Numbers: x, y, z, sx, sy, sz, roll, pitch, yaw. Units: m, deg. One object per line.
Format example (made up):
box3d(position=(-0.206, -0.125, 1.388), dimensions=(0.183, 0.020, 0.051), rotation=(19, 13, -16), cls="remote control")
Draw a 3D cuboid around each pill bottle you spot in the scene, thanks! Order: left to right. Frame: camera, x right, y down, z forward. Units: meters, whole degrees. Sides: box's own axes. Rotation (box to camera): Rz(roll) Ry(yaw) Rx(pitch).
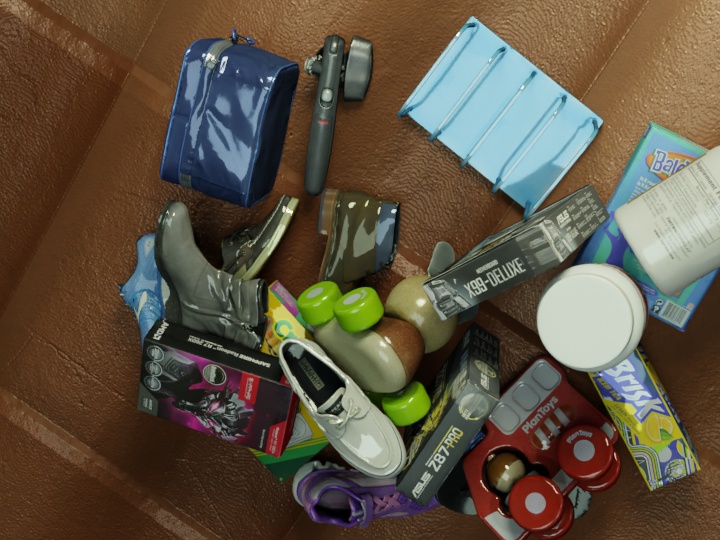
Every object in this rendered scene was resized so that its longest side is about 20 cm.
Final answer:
box3d(position=(0.254, 0.050, 1.162), dimensions=(0.114, 0.200, 0.115), rotation=(0, 91, 18), cls="pill bottle")
box3d(position=(0.389, -0.069, 1.158), dimensions=(0.200, 0.114, 0.115), rotation=(-33, 95, 16), cls="pill bottle")

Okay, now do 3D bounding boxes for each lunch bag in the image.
box3d(position=(-0.162, -0.188, 1.276), dimensions=(0.132, 0.136, 0.201), rotation=(16, 105, 7), cls="lunch bag")

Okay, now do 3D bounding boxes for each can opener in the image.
box3d(position=(-0.040, -0.187, 1.290), dimensions=(0.078, 0.063, 0.201), rotation=(16, 106, 7), cls="can opener")

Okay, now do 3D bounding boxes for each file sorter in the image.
box3d(position=(0.159, -0.175, 1.223), dimensions=(0.200, 0.123, 0.139), rotation=(39, 107, 1), cls="file sorter")

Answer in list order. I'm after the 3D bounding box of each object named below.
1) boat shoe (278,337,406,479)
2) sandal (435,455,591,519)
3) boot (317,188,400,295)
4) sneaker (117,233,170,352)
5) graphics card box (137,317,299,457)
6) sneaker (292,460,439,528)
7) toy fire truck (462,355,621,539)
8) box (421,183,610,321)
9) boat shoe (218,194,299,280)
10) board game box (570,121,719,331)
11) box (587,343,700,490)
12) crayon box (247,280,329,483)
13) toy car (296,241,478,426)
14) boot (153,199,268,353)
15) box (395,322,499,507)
box3d(position=(-0.024, 0.155, 1.219), dimensions=(0.072, 0.066, 0.200), rotation=(-37, 75, 1), cls="boat shoe")
box3d(position=(0.194, 0.276, 1.353), dimensions=(0.199, 0.043, 0.077), rotation=(2, 90, 4), cls="sandal")
box3d(position=(0.000, 0.000, 1.322), dimensions=(0.096, 0.075, 0.201), rotation=(3, 102, 14), cls="boot")
box3d(position=(-0.268, 0.045, 1.395), dimensions=(0.089, 0.078, 0.201), rotation=(10, 99, 20), cls="sneaker")
box3d(position=(-0.175, 0.146, 1.324), dimensions=(0.199, 0.051, 0.126), rotation=(19, 127, 6), cls="graphics card box")
box3d(position=(0.012, 0.294, 1.372), dimensions=(0.199, 0.088, 0.081), rotation=(0, 101, -4), cls="sneaker")
box3d(position=(0.212, 0.225, 1.298), dimensions=(0.200, 0.112, 0.168), rotation=(-45, 63, 0), cls="toy fire truck")
box3d(position=(0.178, -0.023, 1.195), dimensions=(0.157, 0.200, 0.050), rotation=(-29, 91, 33), cls="box")
box3d(position=(-0.149, -0.020, 1.348), dimensions=(0.065, 0.073, 0.200), rotation=(34, 108, -4), cls="boat shoe")
box3d(position=(0.360, -0.052, 1.251), dimensions=(0.152, 0.045, 0.201), rotation=(28, 108, 5), cls="board game box")
box3d(position=(0.337, 0.160, 1.298), dimensions=(0.070, 0.064, 0.201), rotation=(-27, 96, 16), cls="box")
box3d(position=(-0.105, 0.145, 1.386), dimensions=(0.172, 0.058, 0.200), rotation=(-42, 93, 17), cls="crayon box")
box3d(position=(0.055, 0.057, 1.286), dimensions=(0.200, 0.157, 0.165), rotation=(-38, 114, -26), cls="toy car")
box3d(position=(-0.175, 0.007, 1.302), dimensions=(0.131, 0.070, 0.201), rotation=(7, 125, 15), cls="boot")
box3d(position=(0.107, 0.168, 1.274), dimensions=(0.049, 0.200, 0.162), rotation=(33, 108, -3), cls="box")
